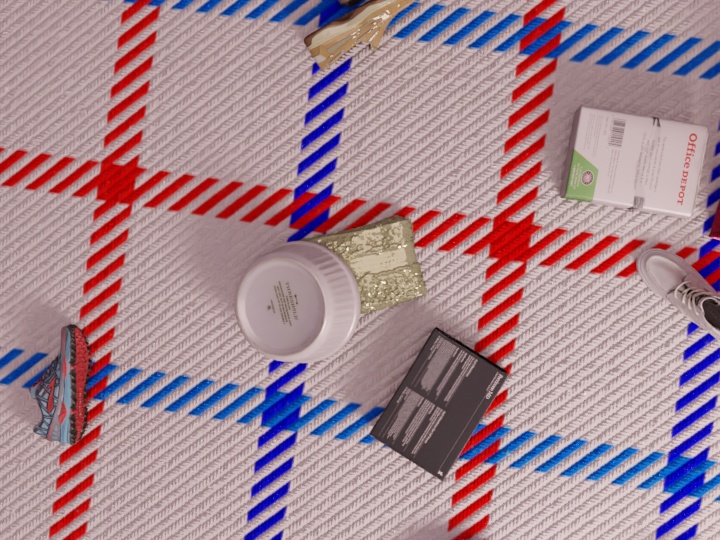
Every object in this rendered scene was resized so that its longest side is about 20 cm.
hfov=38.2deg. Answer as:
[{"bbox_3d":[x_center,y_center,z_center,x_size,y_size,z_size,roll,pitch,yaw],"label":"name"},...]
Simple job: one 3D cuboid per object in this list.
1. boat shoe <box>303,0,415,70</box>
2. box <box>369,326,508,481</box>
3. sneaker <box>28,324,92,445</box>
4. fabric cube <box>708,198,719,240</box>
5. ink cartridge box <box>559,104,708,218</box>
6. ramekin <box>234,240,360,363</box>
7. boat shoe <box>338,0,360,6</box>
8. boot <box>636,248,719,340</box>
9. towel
[{"bbox_3d":[0.010,-0.391,1.685,0.200,0.072,0.076,-27,103,12],"label":"boat shoe"},{"bbox_3d":[0.127,0.212,1.669,0.141,0.079,0.200,32,93,7],"label":"box"},{"bbox_3d":[-0.505,0.187,1.721,0.095,0.079,0.201,5,91,7],"label":"sneaker"},{"bbox_3d":[0.666,-0.119,1.563,0.199,0.196,0.200,17,94,3],"label":"fabric cube"},{"bbox_3d":[0.428,-0.169,1.636,0.199,0.084,0.147,11,92,4],"label":"ink cartridge box"},{"bbox_3d":[-0.109,0.054,1.655,0.202,0.094,0.203,2,95,21],"label":"ramekin"},{"bbox_3d":[0.031,-0.512,1.672,0.200,0.076,0.072,-37,86,3],"label":"boat shoe"},{"bbox_3d":[0.524,0.037,1.625,0.200,0.096,0.074,38,93,3],"label":"boot"},{"bbox_3d":[0.000,0.000,1.698,0.199,0.036,0.149,-13,90,5],"label":"towel"}]
